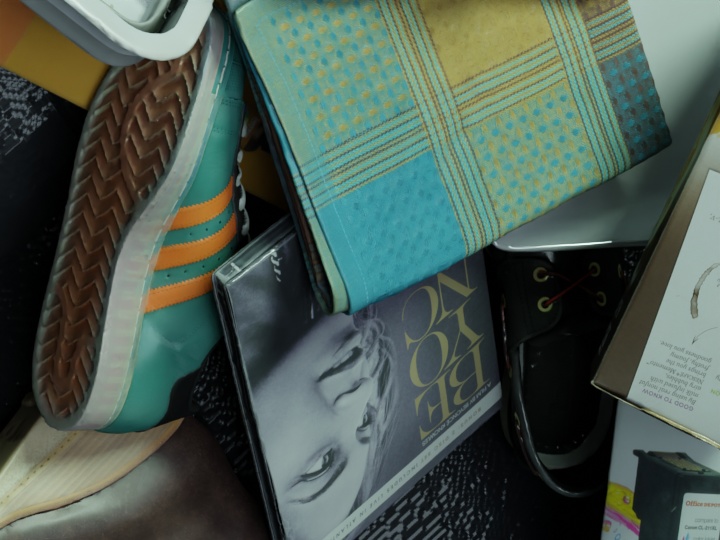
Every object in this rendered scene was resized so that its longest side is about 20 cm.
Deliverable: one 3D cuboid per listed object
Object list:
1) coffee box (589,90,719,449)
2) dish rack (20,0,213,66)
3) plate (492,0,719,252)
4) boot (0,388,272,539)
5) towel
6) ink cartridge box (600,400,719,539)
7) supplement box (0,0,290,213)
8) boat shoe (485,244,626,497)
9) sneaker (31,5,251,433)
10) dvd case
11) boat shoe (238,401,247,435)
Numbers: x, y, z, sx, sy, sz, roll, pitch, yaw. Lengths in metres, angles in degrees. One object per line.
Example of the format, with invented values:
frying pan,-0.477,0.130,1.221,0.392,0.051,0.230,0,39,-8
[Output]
coffee box,0.178,-0.026,1.132,0.079,0.114,0.201,25,94,4
dish rack,-0.124,-0.180,1.074,0.171,0.043,0.201,38,42,-16
plate,0.152,-0.112,1.195,0.198,0.032,0.201,-2,102,-13
boot,-0.128,0.153,1.180,0.166,0.072,0.200,46,76,-23
towel,0.041,-0.083,1.115,0.199,0.022,0.148,-27,107,-30
ink cartridge box,0.182,0.126,1.283,0.145,0.082,0.202,-9,107,-62
supplement box,-0.083,-0.096,1.150,0.199,0.069,0.067,28,108,-26
boat shoe,0.101,0.013,1.251,0.073,0.063,0.203,-9,112,-14
sneaker,-0.080,-0.022,1.121,0.079,0.071,0.201,3,115,-40
dvd case,0.004,0.035,1.173,0.149,0.016,0.201,-39,141,-28
boat shoe,0.000,0.000,1.215,0.072,0.065,0.201,21,91,-29
